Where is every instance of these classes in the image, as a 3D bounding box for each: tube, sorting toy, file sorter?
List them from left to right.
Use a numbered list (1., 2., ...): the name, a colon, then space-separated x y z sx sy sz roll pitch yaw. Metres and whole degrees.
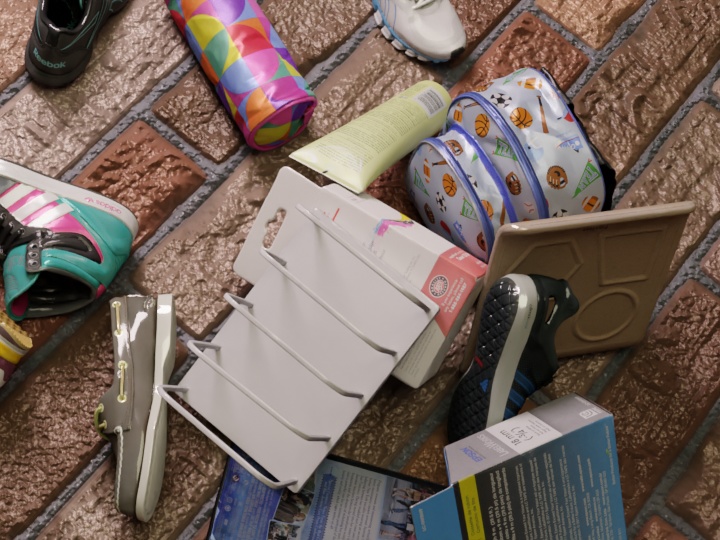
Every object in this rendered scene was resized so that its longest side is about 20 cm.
1. file sorter: -0.054 0.064 1.327 0.139 0.125 0.200 38 92 9
2. tube: 0.017 -0.123 1.500 0.200 0.058 0.052 -38 108 -51
3. sorting toy: 0.186 0.011 1.430 0.184 0.201 0.037 -7 50 -19

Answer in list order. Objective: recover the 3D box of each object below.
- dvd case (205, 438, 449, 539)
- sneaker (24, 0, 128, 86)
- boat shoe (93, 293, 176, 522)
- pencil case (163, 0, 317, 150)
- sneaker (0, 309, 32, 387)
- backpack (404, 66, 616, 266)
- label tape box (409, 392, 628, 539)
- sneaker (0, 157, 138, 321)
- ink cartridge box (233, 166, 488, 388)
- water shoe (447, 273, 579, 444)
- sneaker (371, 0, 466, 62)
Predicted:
1. dvd case: -0.029 0.226 1.376 0.199 0.018 0.144 16 61 -4
2. sneaker: -0.258 -0.269 1.532 0.075 0.079 0.201 17 60 -4
3. boat shoe: -0.192 0.114 1.365 0.060 0.072 0.203 3 63 -1
4. pencil case: -0.113 -0.214 1.538 0.088 0.088 0.201 -22 73 -22
5. sneaker: -0.373 0.034 1.359 0.200 0.075 0.090 37 84 21
6. backpack: 0.135 -0.085 1.469 0.153 0.191 0.201 -28 72 -26
7. label tape box: 0.122 0.206 1.351 0.199 0.063 0.145 -20 115 -22
8. sneaker: -0.301 -0.020 1.401 0.199 0.084 0.121 16 52 -7
9. ink cartridge box: 0.000 0.000 1.427 0.199 0.067 0.117 32 106 11
10. water shoe: 0.134 0.096 1.388 0.078 0.201 0.072 1 34 -23
11. sneaker: 0.041 -0.298 1.613 0.075 0.087 0.200 -30 76 -26
